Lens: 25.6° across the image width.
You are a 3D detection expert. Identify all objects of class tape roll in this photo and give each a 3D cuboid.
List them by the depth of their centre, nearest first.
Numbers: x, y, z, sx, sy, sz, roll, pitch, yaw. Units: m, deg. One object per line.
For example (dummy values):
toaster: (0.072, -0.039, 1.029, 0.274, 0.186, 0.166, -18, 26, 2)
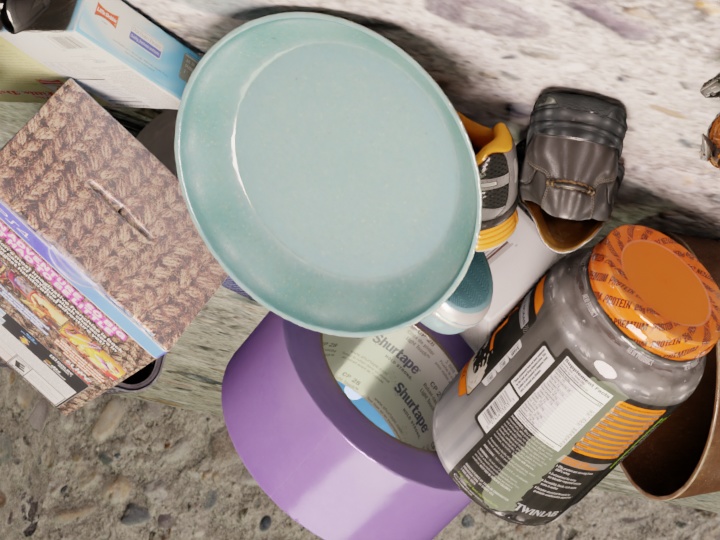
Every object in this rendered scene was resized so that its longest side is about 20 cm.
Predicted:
tape roll: (0.005, 0.100, 1.145, 0.199, 0.201, 0.085, 21, 128, -31)

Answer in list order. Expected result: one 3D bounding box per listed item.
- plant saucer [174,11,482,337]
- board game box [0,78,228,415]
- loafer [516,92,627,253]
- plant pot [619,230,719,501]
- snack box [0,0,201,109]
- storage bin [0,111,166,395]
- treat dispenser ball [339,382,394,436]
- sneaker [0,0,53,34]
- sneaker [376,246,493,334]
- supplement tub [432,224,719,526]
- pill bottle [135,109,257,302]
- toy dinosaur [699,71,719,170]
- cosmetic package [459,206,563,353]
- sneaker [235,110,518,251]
plant saucer: (-0.015, -0.058, 0.932, 0.199, 0.201, 0.036, 9, -152, 25)
board game box: (-0.196, -0.008, 1.064, 0.159, 0.097, 0.200, 44, 148, -11)
loafer: (0.125, -0.047, 0.987, 0.072, 0.073, 0.200, 10, 169, 11)
plant pot: (0.300, 0.067, 1.135, 0.199, 0.188, 0.187, 1, 173, -15)
snack box: (-0.211, -0.144, 1.016, 0.199, 0.037, 0.116, 6, 165, 35)
storage bin: (-0.208, -0.014, 1.228, 0.134, 0.201, 0.094, 18, 167, -20)
treat dispenser ball: (0.001, 0.087, 1.466, 0.200, 0.202, 0.201, 13, 169, 3)
sneaker: (-0.138, -0.150, 0.724, 0.199, 0.105, 0.060, 15, 168, -5)
sneaker: (0.000, 0.000, 1.044, 0.079, 0.131, 0.200, -11, -133, -40)
supplement tub: (0.144, 0.069, 1.053, 0.122, 0.123, 0.200, 19, 131, -23)
pill bottle: (-0.079, -0.038, 1.182, 0.110, 0.112, 0.200, 6, 166, 36)
toy dinosaur: (0.234, -0.059, 0.762, 0.135, 0.102, 0.200, 32, -172, -8)
cosmetic package: (0.085, -0.003, 1.150, 0.102, 0.071, 0.200, 49, 175, 11)
sneaker: (0.010, -0.085, 0.973, 0.199, 0.078, 0.077, 21, 138, 9)
